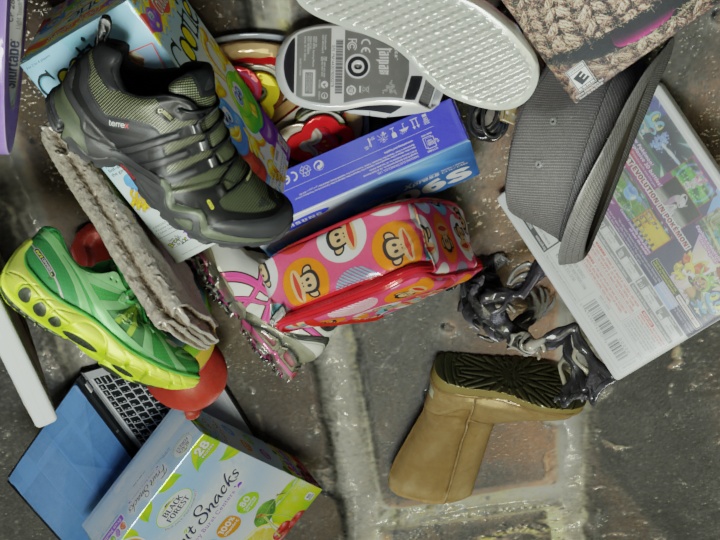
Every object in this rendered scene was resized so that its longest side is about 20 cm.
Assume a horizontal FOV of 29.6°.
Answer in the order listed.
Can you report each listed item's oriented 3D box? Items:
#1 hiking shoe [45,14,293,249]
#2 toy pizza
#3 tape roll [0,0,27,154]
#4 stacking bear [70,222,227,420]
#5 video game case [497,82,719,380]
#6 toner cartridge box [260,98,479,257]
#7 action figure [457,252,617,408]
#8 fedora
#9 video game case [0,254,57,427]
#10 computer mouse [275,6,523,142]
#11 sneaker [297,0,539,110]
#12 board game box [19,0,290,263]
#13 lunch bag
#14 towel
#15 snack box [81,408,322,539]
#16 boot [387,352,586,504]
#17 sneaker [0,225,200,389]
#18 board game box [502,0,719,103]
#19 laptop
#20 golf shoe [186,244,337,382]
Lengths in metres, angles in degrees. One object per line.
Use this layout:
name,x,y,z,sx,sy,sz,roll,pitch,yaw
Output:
hiking shoe,-0.122,-0.093,0.971,0.199,0.076,0.101,31,123,-16
toy pizza,-0.090,-0.114,1.160,0.198,0.032,0.201,-4,136,-4
tape roll,-0.280,-0.184,0.946,0.084,0.201,0.201,4,135,-11
stacking bear,-0.185,0.060,1.262,0.113,0.122,0.201,-3,144,18
video game case,0.246,-0.032,1.203,0.182,0.023,0.201,-35,85,26
toner cartridge box,0.000,-0.074,1.157,0.199,0.043,0.095,-23,163,5
action figure,0.164,0.039,1.299,0.200,0.102,0.119,41,161,6
fedora,0.174,-0.109,1.103,0.090,0.177,0.201,23,107,12
video game case,-0.315,0.007,1.149,0.023,0.182,0.201,-22,137,-9
computer mouse,0.031,-0.161,1.096,0.198,0.111,0.044,3,175,0
sneaker,0.049,-0.201,1.025,0.199,0.105,0.076,27,122,-4
board game box,-0.153,-0.126,1.059,0.104,0.103,0.201,-25,119,18
lunch bag,0.000,0.000,1.189,0.175,0.083,0.200,-21,173,22
towel,-0.182,-0.028,1.099,0.034,0.201,0.133,-34,166,0
snack box,-0.163,0.248,1.427,0.169,0.068,0.200,-52,135,5
boot,0.133,0.177,1.465,0.174,0.066,0.201,12,133,-2
sneaker,-0.197,0.034,1.107,0.074,0.084,0.200,2,149,48
board game box,0.161,-0.253,0.986,0.159,0.097,0.200,-35,130,13
laptop,-0.225,0.193,1.394,0.198,0.117,0.188,-16,136,9
golf shoe,-0.094,0.011,1.272,0.092,0.073,0.200,-42,129,-8
